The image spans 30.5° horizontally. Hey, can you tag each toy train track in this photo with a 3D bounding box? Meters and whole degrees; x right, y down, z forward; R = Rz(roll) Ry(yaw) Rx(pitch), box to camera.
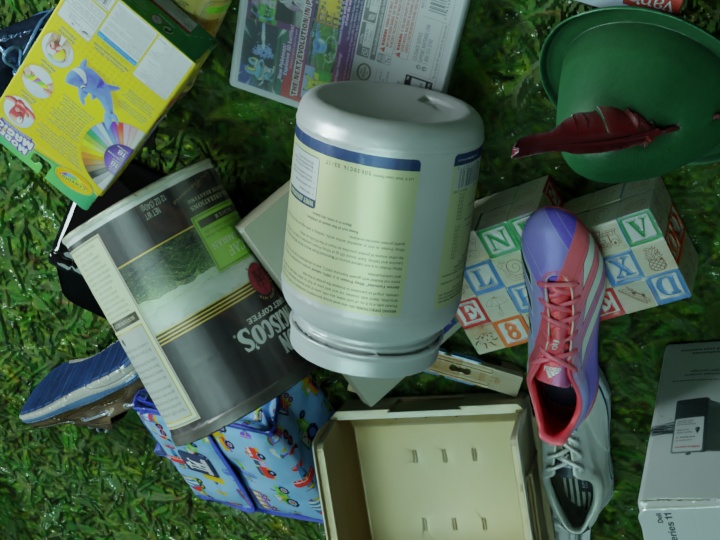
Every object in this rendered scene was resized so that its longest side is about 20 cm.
[{"bbox_3d":[0.053,0.071,1.217,0.198,0.033,0.116,16,122,3],"label":"toy train track"}]

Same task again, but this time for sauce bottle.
[{"bbox_3d":[-0.158,-0.185,1.091,0.064,0.065,0.200,31,132,-3],"label":"sauce bottle"}]

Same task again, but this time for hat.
[{"bbox_3d":[0.176,-0.071,0.931,0.199,0.177,0.166,29,152,-13],"label":"hat"}]

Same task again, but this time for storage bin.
[{"bbox_3d":[0.073,0.224,1.240,0.198,0.094,0.201,-5,102,21],"label":"storage bin"}]

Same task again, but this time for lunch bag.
[{"bbox_3d":[-0.124,0.169,1.310,0.198,0.095,0.151,-4,135,30],"label":"lunch bag"}]

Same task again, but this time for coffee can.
[{"bbox_3d":[-0.143,0.027,1.129,0.146,0.146,0.201,-27,94,35],"label":"coffee can"}]

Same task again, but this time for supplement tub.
[{"bbox_3d":[0.014,-0.033,1.023,0.144,0.145,0.202,12,112,13],"label":"supplement tub"}]

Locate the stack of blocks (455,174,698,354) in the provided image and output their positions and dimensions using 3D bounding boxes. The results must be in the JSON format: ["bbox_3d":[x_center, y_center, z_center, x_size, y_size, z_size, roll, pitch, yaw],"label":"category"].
[{"bbox_3d":[0.162,-0.014,1.088,0.199,0.059,0.116,-18,116,31],"label":"stack of blocks"}]

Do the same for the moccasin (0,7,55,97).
[{"bbox_3d":[-0.304,-0.170,1.155,0.198,0.068,0.081,-14,119,29],"label":"moccasin"}]

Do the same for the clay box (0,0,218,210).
[{"bbox_3d":[-0.214,-0.148,1.068,0.115,0.048,0.200,40,130,-8],"label":"clay box"}]

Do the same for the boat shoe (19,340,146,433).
[{"bbox_3d":[-0.274,0.133,1.363,0.199,0.073,0.072,-22,123,37],"label":"boat shoe"}]

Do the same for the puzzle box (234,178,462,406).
[{"bbox_3d":[0.000,0.000,1.128,0.201,0.133,0.025,56,165,-20],"label":"puzzle box"}]

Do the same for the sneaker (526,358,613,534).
[{"bbox_3d":[0.192,0.152,1.190,0.072,0.071,0.201,-5,122,25],"label":"sneaker"}]

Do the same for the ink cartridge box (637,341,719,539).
[{"bbox_3d":[0.291,0.175,1.083,0.082,0.201,0.148,-5,123,24],"label":"ink cartridge box"}]

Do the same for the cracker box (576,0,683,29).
[{"bbox_3d":[0.181,-0.279,0.889,0.133,0.058,0.201,19,128,8],"label":"cracker box"}]

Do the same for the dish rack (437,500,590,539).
[{"bbox_3d":[0.143,0.296,1.334,0.170,0.044,0.202,9,126,17],"label":"dish rack"}]

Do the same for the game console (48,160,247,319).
[{"bbox_3d":[-0.184,-0.002,1.263,0.199,0.116,0.177,24,100,2],"label":"game console"}]

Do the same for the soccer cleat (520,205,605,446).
[{"bbox_3d":[0.158,0.045,1.044,0.066,0.077,0.201,5,126,19],"label":"soccer cleat"}]

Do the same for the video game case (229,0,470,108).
[{"bbox_3d":[-0.007,-0.206,1.041,0.181,0.023,0.201,20,130,7],"label":"video game case"}]
